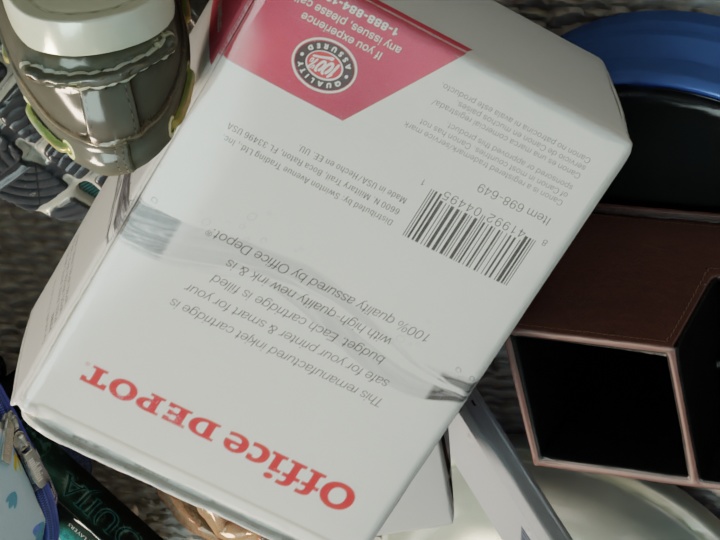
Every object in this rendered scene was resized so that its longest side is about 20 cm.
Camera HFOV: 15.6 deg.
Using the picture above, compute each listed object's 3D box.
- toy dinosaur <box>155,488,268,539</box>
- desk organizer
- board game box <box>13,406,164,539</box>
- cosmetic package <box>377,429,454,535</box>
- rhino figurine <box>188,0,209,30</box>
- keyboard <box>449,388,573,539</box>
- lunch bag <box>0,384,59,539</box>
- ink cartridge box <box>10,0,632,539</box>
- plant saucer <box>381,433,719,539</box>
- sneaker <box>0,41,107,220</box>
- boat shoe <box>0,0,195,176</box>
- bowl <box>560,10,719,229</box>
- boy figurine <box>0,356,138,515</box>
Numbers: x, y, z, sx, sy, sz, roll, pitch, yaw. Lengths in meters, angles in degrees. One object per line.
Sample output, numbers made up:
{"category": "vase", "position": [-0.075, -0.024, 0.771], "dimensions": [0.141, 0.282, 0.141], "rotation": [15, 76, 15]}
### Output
{"category": "toy dinosaur", "position": [-0.073, 0.077, 1.184], "dimensions": [0.135, 0.086, 0.200], "rotation": [28, 147, 17]}
{"category": "desk organizer", "position": [0.158, 0.033, 0.943], "dimensions": [0.199, 0.077, 0.072], "rotation": [6, 129, 28]}
{"category": "board game box", "position": [-0.195, 0.099, 1.228], "dimensions": [0.200, 0.028, 0.135], "rotation": [41, 136, 2]}
{"category": "cosmetic package", "position": [0.000, 0.000, 1.046], "dimensions": [0.050, 0.083, 0.201], "rotation": [-9, 119, 2]}
{"category": "rhino figurine", "position": [-0.090, -0.114, 1.043], "dimensions": [0.088, 0.060, 0.200], "rotation": [51, 132, -2]}
{"category": "keyboard", "position": [0.072, 0.110, 1.076], "dimensions": [0.200, 0.011, 0.056], "rotation": [-122, 18, -44]}
{"category": "lunch bag", "position": [-0.237, 0.077, 1.159], "dimensions": [0.199, 0.082, 0.161], "rotation": [-3, 122, 38]}
{"category": "ink cartridge box", "position": [-0.017, -0.012, 0.945], "dimensions": [0.145, 0.085, 0.200], "rotation": [26, 112, -14]}
{"category": "plant saucer", "position": [0.092, 0.164, 1.174], "dimensions": [0.199, 0.050, 0.201], "rotation": [17, 133, 19]}
{"category": "sneaker", "position": [-0.151, -0.103, 1.005], "dimensions": [0.077, 0.080, 0.200], "rotation": [-37, 116, 11]}
{"category": "boat shoe", "position": [-0.096, -0.096, 0.917], "dimensions": [0.072, 0.202, 0.061], "rotation": [-11, 116, -5]}
{"category": "bowl", "position": [0.131, -0.004, 1.013], "dimensions": [0.200, 0.039, 0.201], "rotation": [17, 134, 19]}
{"category": "boy figurine", "position": [-0.157, 0.136, 1.296], "dimensions": [0.124, 0.064, 0.201], "rotation": [5, 124, 28]}
